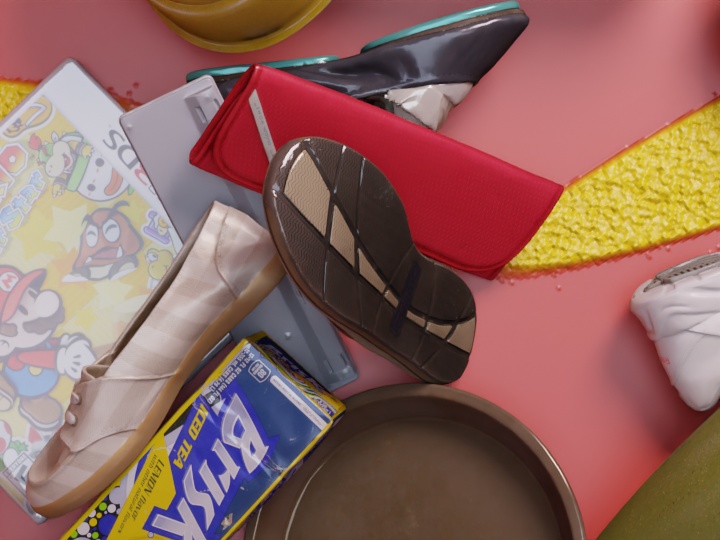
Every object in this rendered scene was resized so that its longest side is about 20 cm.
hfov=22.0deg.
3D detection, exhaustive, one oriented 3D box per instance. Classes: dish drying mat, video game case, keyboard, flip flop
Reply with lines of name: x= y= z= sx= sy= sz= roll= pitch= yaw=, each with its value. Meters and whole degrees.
dish drying mat: x=0.011 y=-0.050 z=1.011 sx=0.200 sy=0.018 sz=0.077 roll=21 pitch=123 yaw=-26
video game case: x=-0.174 y=0.011 z=1.058 sx=0.200 sy=0.023 sz=0.182 roll=-44 pitch=90 yaw=-2
keyboard: x=-0.066 y=-0.010 z=1.031 sx=0.056 sy=0.011 sz=0.200 roll=-23 pitch=112 yaw=8
flip flop: x=0.000 y=0.000 z=1.003 sx=0.058 sy=0.200 sz=0.081 roll=11 pitch=70 yaw=36

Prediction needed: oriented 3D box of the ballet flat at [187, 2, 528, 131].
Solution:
ballet flat: x=0.001 y=-0.096 z=1.038 sx=0.200 sy=0.073 sz=0.073 roll=-12 pitch=89 yaw=3

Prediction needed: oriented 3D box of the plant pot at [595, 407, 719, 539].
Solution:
plant pot: x=0.227 y=0.143 z=0.989 sx=0.200 sy=0.187 sz=0.187 roll=-32 pitch=89 yaw=28

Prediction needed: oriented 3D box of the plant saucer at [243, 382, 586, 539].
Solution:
plant saucer: x=0.031 y=0.163 z=1.027 sx=0.200 sy=0.029 sz=0.200 roll=-3 pitch=80 yaw=18

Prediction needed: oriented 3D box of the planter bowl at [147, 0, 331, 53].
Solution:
planter bowl: x=-0.087 y=-0.220 z=0.982 sx=0.200 sy=0.083 sz=0.201 roll=-2 pitch=86 yaw=40

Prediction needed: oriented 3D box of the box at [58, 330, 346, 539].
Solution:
box: x=-0.100 y=0.129 z=1.022 sx=0.070 sy=0.064 sz=0.200 roll=43 pitch=96 yaw=3

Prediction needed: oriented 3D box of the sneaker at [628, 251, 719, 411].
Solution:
sneaker: x=0.259 y=0.021 z=1.053 sx=0.200 sy=0.078 sz=0.099 roll=-20 pitch=98 yaw=4

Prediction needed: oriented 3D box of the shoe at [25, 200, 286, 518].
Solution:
shoe: x=-0.120 y=0.048 z=1.006 sx=0.053 sy=0.070 sz=0.200 roll=41 pitch=91 yaw=-19
